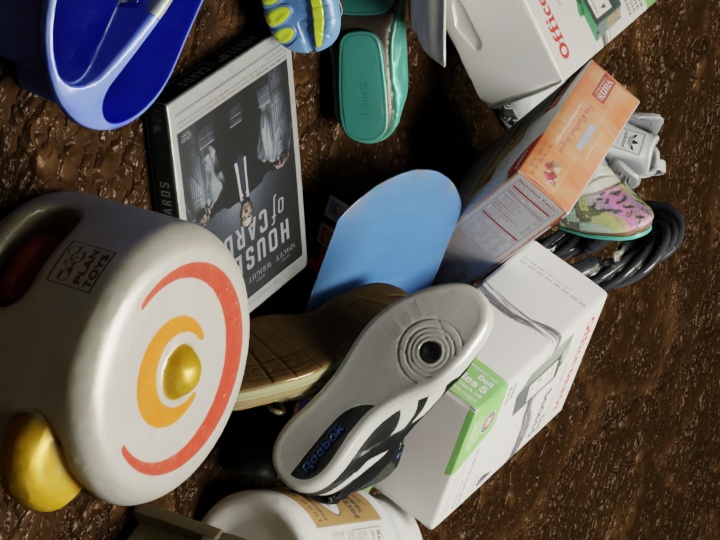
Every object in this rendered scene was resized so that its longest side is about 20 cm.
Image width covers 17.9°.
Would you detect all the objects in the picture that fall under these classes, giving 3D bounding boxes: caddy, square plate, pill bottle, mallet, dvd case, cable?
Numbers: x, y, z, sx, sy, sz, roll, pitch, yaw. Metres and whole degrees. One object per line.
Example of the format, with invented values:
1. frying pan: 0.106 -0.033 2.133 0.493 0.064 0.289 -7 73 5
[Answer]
1. caddy: -0.151 -0.186 1.388 0.141 0.104 0.201 44 65 -59
2. square plate: 0.047 -0.259 1.683 0.198 0.028 0.202 -85 174 -79
3. pill bottle: -0.035 0.223 1.774 0.200 0.114 0.115 4 99 -61
4. mallet: -0.042 0.123 1.801 0.200 0.041 0.066 -3 103 -65
5. dvd case: -0.093 -0.059 1.633 0.150 0.025 0.202 -40 135 -46
6. cable: 0.195 -0.020 1.995 0.162 0.200 0.051 -29 102 -6

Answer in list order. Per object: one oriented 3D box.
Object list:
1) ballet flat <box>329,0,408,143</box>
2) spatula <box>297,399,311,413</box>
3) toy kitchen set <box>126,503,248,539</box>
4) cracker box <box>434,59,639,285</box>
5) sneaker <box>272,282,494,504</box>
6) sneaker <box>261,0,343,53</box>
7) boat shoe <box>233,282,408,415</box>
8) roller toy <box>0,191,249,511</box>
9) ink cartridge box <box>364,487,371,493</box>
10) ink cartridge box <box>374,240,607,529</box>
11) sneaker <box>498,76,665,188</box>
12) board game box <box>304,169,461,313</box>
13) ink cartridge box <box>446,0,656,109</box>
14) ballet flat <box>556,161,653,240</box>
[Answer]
1. ballet flat: 0.004 -0.197 1.714 0.071 0.067 0.202 -72 163 -62
2. spatula: 0.010 0.072 1.805 0.200 0.020 0.057 -38 137 -37
3. toy kitchen set: -0.113 0.309 1.610 0.163 0.179 0.201 -50 140 -36
4. cracker box: 0.131 -0.073 1.866 0.134 0.058 0.200 -55 -171 -32
5. sneaker: 0.025 0.091 1.701 0.200 0.073 0.112 -42 159 4
6. sneaker: -0.048 -0.254 1.593 0.083 0.070 0.201 -79 163 -64
7. boat shoe: -0.039 0.070 1.710 0.199 0.073 0.063 -17 136 -32
8. roller toy: -0.162 0.050 1.446 0.199 0.139 0.184 -8 109 -58
9. ink cartridge box: 0.057 0.134 1.964 0.145 0.048 0.202 27 78 -60
10. ink cartridge box: 0.100 0.090 1.843 0.200 0.084 0.146 -38 155 -42
11. sneaker: 0.200 -0.134 2.015 0.200 0.114 0.076 44 65 -57
12. board game box: 0.000 0.000 1.799 0.157 0.039 0.201 -11 129 -50
13. ink cartridge box: 0.150 -0.243 1.861 0.200 0.084 0.147 -42 109 -45
14. ballet flat: 0.182 -0.070 1.968 0.069 0.200 0.072 -15 102 -21
